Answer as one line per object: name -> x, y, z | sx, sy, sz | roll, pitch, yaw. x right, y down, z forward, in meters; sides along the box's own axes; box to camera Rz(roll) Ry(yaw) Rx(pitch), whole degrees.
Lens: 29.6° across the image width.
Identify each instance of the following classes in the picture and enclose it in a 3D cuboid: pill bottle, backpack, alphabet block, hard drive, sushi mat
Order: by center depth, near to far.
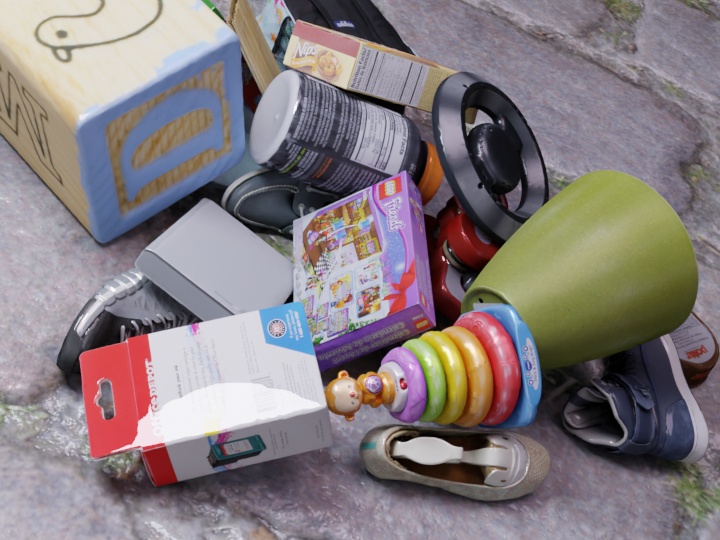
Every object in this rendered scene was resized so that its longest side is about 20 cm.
hard drive -> -0.132, -0.001, 1.323 | 0.132, 0.026, 0.200 | 38, 18, -3
alphabet block -> -0.249, -0.186, 1.363 | 0.195, 0.197, 0.200 | -34, 64, -25
pill bottle -> -0.009, -0.130, 1.445 | 0.200, 0.106, 0.106 | 20, 36, -27
sushi mat -> -0.100, -0.210, 1.493 | 0.012, 0.200, 0.096 | -17, 36, 12
backpack -> -0.037, -0.266, 1.662 | 0.177, 0.151, 0.200 | -2, 52, -39

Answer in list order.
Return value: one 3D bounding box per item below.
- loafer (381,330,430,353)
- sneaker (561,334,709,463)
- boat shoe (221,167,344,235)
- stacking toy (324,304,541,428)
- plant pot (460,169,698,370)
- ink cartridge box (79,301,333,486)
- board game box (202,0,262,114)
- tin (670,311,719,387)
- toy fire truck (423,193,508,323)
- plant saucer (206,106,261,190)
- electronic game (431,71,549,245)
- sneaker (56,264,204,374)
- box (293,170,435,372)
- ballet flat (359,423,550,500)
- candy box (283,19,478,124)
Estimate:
loafer -> 0.025, 0.059, 1.387 | 0.072, 0.073, 0.200 | -21, 47, -9
sneaker -> 0.270, 0.112, 1.448 | 0.146, 0.077, 0.203 | 7, 42, -28
boat shoe -> -0.054, -0.068, 1.479 | 0.200, 0.073, 0.062 | 2, 39, -36
stacking toy -> 0.056, 0.101, 1.247 | 0.200, 0.110, 0.116 | -7, 86, -28
plant pot -> 0.202, 0.020, 1.367 | 0.200, 0.187, 0.187 | -26, 60, -33
ink cartridge box -> -0.133, 0.110, 1.174 | 0.199, 0.067, 0.116 | -12, 53, -4
board game box -> -0.181, -0.270, 1.508 | 0.153, 0.040, 0.200 | 45, -2, 25
tin -> 0.334, 0.053, 1.591 | 0.112, 0.042, 0.200 | -16, 53, -37
toy fire truck -> 0.138, 0.000, 1.494 | 0.168, 0.112, 0.200 | 37, 35, -17
plant saucer -> -0.159, -0.144, 1.537 | 0.201, 0.039, 0.201 | 16, 38, -13
electronic game -> 0.141, -0.119, 1.459 | 0.200, 0.042, 0.200 | 31, 48, -41
sneaker -> -0.184, 0.054, 1.255 | 0.115, 0.075, 0.200 | 33, 36, 5
box -> 0.000, 0.000, 1.361 | 0.039, 0.137, 0.200 | 53, 23, -37
ballet flat -> 0.097, 0.179, 1.270 | 0.199, 0.062, 0.068 | 6, 76, -19
candy box -> 0.029, -0.216, 1.494 | 0.200, 0.055, 0.115 | 8, 14, -43
